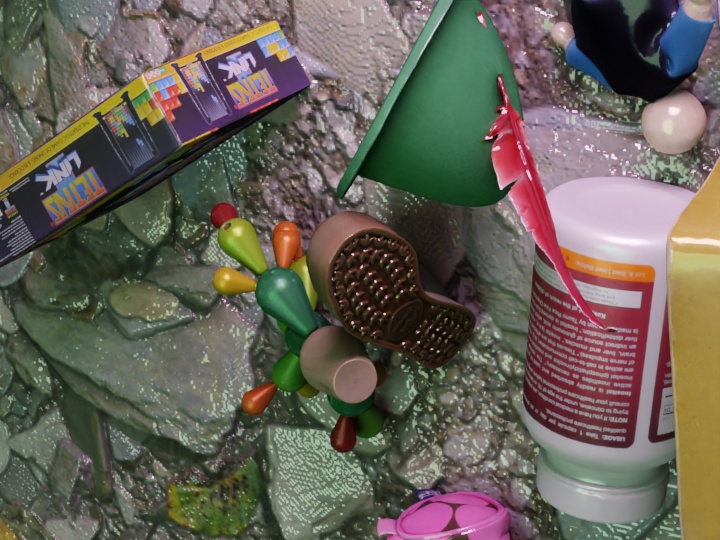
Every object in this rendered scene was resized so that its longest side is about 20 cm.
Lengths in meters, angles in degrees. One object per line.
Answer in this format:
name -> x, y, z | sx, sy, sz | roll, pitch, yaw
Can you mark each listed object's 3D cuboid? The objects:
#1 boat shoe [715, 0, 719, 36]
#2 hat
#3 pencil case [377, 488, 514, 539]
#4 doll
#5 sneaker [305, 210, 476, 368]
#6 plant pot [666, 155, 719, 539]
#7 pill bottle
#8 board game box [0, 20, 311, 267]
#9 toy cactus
boat shoe -> 0.239, -0.194, 0.925 | 0.074, 0.086, 0.203 | 21, 118, 14
hat -> 0.096, -0.070, 1.030 | 0.176, 0.200, 0.166 | 28, 163, -1
pencil case -> 0.076, 0.260, 1.212 | 0.093, 0.091, 0.201 | -13, 103, -2
doll -> 0.161, -0.163, 1.005 | 0.136, 0.048, 0.201 | -2, 112, 54
sneaker -> 0.000, 0.000, 1.102 | 0.090, 0.200, 0.067 | 40, 91, 32
plant pot -> 0.292, 0.042, 0.940 | 0.199, 0.195, 0.195 | 2, 111, 22
pill bottle -> 0.160, 0.051, 1.060 | 0.113, 0.113, 0.201 | 14, 116, 25
board game box -> -0.154, -0.086, 1.157 | 0.200, 0.165, 0.057 | -28, 92, 36
toy cactus -> -0.039, 0.052, 1.159 | 0.201, 0.102, 0.165 | 67, 168, -21
